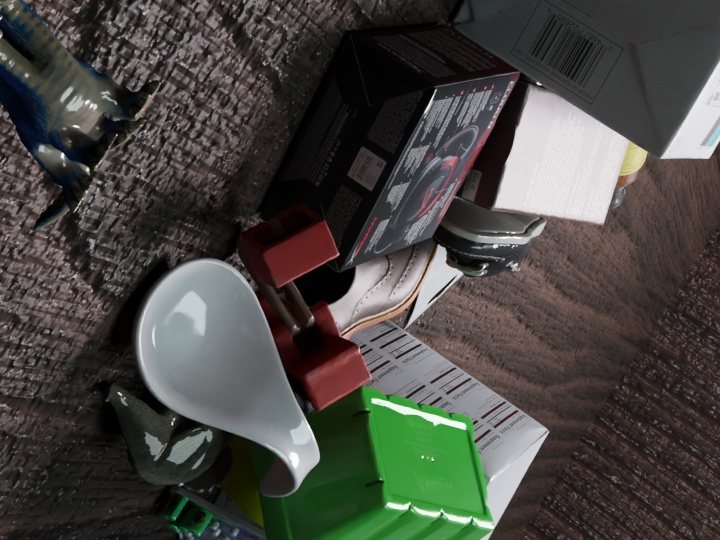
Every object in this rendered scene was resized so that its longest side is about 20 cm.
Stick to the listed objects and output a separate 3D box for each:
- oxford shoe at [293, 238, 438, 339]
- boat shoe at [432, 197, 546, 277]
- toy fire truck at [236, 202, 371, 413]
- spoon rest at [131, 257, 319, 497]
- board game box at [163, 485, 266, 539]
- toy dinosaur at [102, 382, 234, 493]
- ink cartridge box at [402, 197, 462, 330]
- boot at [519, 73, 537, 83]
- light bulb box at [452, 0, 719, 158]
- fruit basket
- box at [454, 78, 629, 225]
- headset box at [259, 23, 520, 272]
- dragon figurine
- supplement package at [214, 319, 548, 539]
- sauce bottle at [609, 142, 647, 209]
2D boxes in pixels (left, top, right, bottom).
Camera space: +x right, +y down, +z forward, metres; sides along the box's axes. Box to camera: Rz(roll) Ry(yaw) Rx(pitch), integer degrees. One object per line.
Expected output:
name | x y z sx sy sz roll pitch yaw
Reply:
oxford shoe | 0.000 0.000 1.501 0.200 0.071 0.073 -44 155 -39
boat shoe | 0.098 -0.023 1.573 0.061 0.073 0.200 -63 169 13
toy fire truck | -0.052 0.021 1.321 0.048 0.142 0.200 -28 -164 -15
spoon rest | -0.081 0.076 1.276 0.100 0.060 0.201 -52 130 -24
board game box | -0.065 0.262 1.563 0.026 0.199 0.200 -58 167 -24
toy dinosaur | -0.121 0.110 1.333 0.200 0.076 0.103 5 104 -77
ink cartridge box | 0.071 -0.053 1.644 0.109 0.050 0.201 -41 159 -39
boot | 0.206 -0.161 1.679 0.200 0.138 0.078 -45 162 -33
light bulb box | 0.205 -0.188 1.507 0.125 0.198 0.200 -59 163 13
fruit basket | -0.030 0.163 1.458 0.213 0.157 0.216 -10 159 -4
box | 0.138 -0.097 1.549 0.199 0.074 0.101 6 103 -60
headset box | 0.028 -0.092 1.387 0.149 0.075 0.200 -62 164 20
dragon figurine | -0.151 -0.082 0.883 0.059 0.099 0.200 -53 -177 -17
supplement package | 0.016 0.173 1.645 0.147 0.199 0.192 -25 146 -62
sauce bottle | 0.279 -0.133 2.109 0.066 0.066 0.200 -50 166 -22
